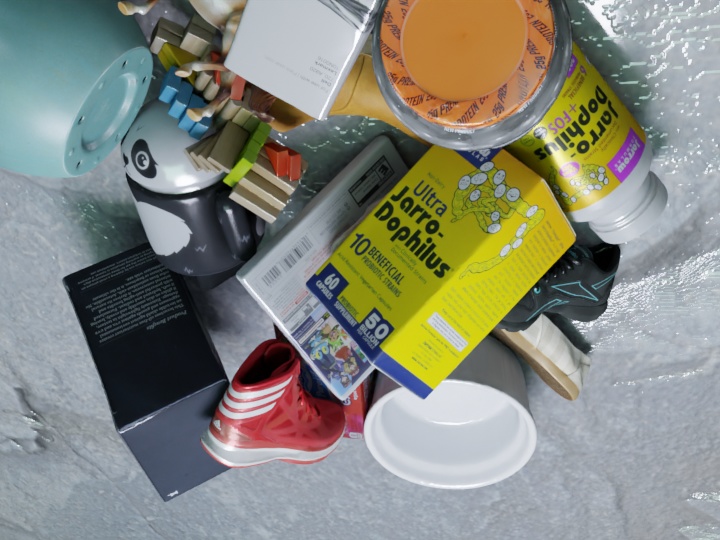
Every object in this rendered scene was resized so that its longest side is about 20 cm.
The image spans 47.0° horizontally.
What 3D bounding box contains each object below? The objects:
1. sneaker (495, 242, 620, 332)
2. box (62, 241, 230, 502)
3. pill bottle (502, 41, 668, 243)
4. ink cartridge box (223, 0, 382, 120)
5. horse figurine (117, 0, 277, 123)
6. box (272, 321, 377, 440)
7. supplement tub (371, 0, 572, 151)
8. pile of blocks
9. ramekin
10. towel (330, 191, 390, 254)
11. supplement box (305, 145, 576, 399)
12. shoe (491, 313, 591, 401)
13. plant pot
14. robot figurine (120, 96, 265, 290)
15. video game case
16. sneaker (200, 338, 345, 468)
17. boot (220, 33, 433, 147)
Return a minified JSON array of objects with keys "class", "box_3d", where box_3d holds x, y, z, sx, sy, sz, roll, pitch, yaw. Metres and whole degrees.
[{"class":"sneaker","box_3d":[0.179,0.006,0.814,0.198,0.076,0.080,-4,132,-37]},{"class":"box","box_3d":[-0.217,0.113,0.913,0.122,0.200,0.201,-23,148,-13]},{"class":"pill bottle","box_3d":[0.182,-0.114,0.717,0.104,0.105,0.200,-31,119,34]},{"class":"ink cartridge box","box_3d":[-0.007,-0.226,0.553,0.084,0.147,0.201,27,132,-7]},{"class":"horse figurine","box_3d":[-0.122,-0.210,0.668,0.201,0.133,0.050,51,150,-10]},{"class":"box","box_3d":[-0.035,0.094,0.960,0.094,0.100,0.202,5,133,10]},{"class":"supplement tub","box_3d":[0.075,-0.141,0.543,0.121,0.200,0.125,1,97,11]},{"class":"pile of blocks","box_3d":[-0.118,-0.138,0.715,0.201,0.082,0.062,52,142,-3]},{"class":"ramekin","box_3d":[0.106,0.160,0.980,0.197,0.098,0.202,3,131,4]},{"class":"towel","box_3d":[0.069,-0.028,0.809,0.199,0.034,0.133,-37,123,-4]},{"class":"supplement box","box_3d":[0.070,-0.008,0.718,0.200,0.109,0.109,-47,143,2]},{"class":"shoe","box_3d":[0.184,0.064,0.918,0.200,0.070,0.053,43,85,-19]},{"class":"plant pot","box_3d":[-0.273,-0.173,0.688,0.160,0.201,0.201,33,132,-1]},{"class":"robot figurine","box_3d":[-0.163,-0.076,0.817,0.148,0.126,0.202,5,136,11]},{"class":"video game case","box_3d":[0.000,0.000,0.828,0.183,0.200,0.023,53,164,-31]},{"class":"sneaker","box_3d":[-0.064,0.133,0.850,0.078,0.199,0.117,35,109,27]},{"class":"boot","box_3d":[-0.023,-0.161,0.756,0.201,0.071,0.143,44,133,-17]}]
